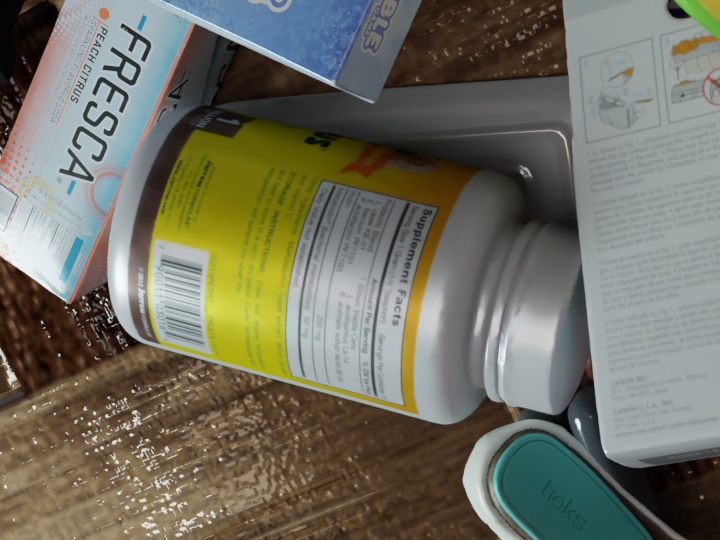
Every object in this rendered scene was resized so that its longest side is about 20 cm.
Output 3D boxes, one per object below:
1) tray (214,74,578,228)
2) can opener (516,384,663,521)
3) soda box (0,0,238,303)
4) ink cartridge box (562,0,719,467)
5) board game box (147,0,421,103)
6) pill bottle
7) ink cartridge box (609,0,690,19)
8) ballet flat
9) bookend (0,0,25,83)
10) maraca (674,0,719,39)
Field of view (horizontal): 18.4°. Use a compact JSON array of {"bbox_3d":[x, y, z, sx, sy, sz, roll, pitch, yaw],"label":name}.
[{"bbox_3d":[0.024,-0.028,1.007,0.198,0.022,0.108,-2,108,24],"label":"tray"},{"bbox_3d":[0.119,0.155,1.006,0.053,0.067,0.201,-15,102,26],"label":"can opener"},{"bbox_3d":[-0.105,-0.087,1.013,0.063,0.068,0.201,34,118,11],"label":"soda box"},{"bbox_3d":[0.164,-0.033,0.873,0.159,0.047,0.202,-12,73,30],"label":"ink cartridge box"},{"bbox_3d":[-0.040,-0.198,0.898,0.198,0.043,0.201,26,94,25],"label":"board game box"},{"bbox_3d":[0.000,0.000,0.952,0.199,0.109,0.110,14,113,17],"label":"pill bottle"},{"bbox_3d":[0.181,-0.205,0.867,0.198,0.041,0.202,-1,109,24],"label":"ink cartridge box"},{"bbox_3d":[0.117,0.140,0.955,0.069,0.070,0.200,-38,100,29],"label":"ballet flat"},{"bbox_3d":[-0.185,-0.224,0.972,0.091,0.199,0.201,15,69,17],"label":"bookend"},{"bbox_3d":[0.197,-0.135,0.787,0.198,0.107,0.138,4,103,1],"label":"maraca"}]
